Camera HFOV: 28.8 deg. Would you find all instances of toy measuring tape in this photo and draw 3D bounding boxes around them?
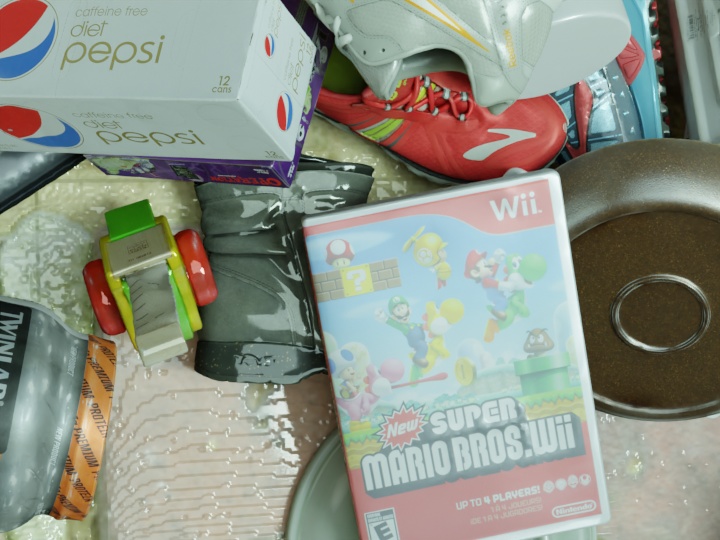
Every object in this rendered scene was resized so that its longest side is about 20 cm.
[{"bbox_3d":[-0.103,0.022,0.719,0.073,0.200,0.074,-5,112,-13],"label":"toy measuring tape"}]

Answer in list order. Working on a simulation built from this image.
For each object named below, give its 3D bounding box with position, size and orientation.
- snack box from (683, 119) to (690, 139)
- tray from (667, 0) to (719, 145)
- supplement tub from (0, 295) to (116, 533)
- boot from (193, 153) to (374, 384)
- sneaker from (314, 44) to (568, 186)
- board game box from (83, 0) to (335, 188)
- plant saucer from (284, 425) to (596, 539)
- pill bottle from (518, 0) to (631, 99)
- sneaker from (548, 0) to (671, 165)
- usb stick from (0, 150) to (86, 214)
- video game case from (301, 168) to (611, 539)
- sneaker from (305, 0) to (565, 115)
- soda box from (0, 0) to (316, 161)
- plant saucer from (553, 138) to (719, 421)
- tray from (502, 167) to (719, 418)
[{"bbox_3d":[0.272,-0.129,0.867,0.141,0.053,0.202,11,87,-36],"label":"snack box"},{"bbox_3d":[0.216,-0.150,0.800,0.022,0.107,0.202,11,64,-35],"label":"tray"},{"bbox_3d":[-0.231,0.066,0.717,0.198,0.122,0.124,10,87,-15],"label":"supplement tub"},{"bbox_3d":[0.000,0.000,0.806,0.198,0.068,0.132,3,91,-13],"label":"boot"},{"bbox_3d":[0.023,-0.099,0.790,0.198,0.085,0.078,18,91,-1],"label":"sneaker"},{"bbox_3d":[-0.065,-0.142,0.751,0.119,0.032,0.202,8,70,24],"label":"board game box"},{"bbox_3d":[0.056,0.166,0.830,0.198,0.050,0.202,0,89,-15],"label":"plant saucer"},{"bbox_3d":[0.076,-0.203,0.775,0.111,0.113,0.202,-12,71,-14],"label":"pill bottle"},{"bbox_3d":[0.139,-0.094,0.853,0.095,0.079,0.202,-6,99,13],"label":"sneaker"},{"bbox_3d":[-0.201,-0.061,0.771,0.199,0.033,0.056,-35,99,-12],"label":"usb stick"},{"bbox_3d":[0.054,0.056,0.770,0.142,0.017,0.202,-11,100,-2],"label":"video game case"},{"bbox_3d":[-0.002,-0.136,0.681,0.198,0.076,0.093,19,94,7],"label":"sneaker"},{"bbox_3d":[-0.127,-0.099,0.697,0.198,0.068,0.064,3,71,23],"label":"soda box"},{"bbox_3d":[0.172,0.018,0.804,0.198,0.032,0.202,5,126,7],"label":"plant saucer"},{"bbox_3d":[0.155,0.012,0.838,0.199,0.108,0.022,25,41,-7],"label":"tray"}]
